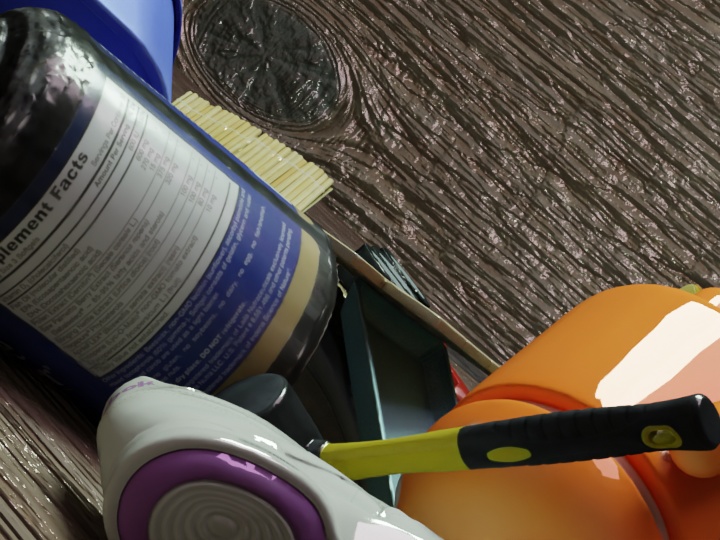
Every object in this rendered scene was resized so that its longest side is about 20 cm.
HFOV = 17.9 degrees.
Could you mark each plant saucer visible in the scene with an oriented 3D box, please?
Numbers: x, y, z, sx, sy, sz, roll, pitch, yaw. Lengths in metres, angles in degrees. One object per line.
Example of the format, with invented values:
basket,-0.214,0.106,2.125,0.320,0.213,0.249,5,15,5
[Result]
plant saucer,0.025,0.095,0.969,0.070,0.019,0.200,38,31,-40

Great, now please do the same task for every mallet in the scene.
mallet,0.026,0.053,0.775,0.066,0.200,0.041,58,41,-17

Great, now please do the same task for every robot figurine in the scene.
robot figurine,0.091,0.078,0.868,0.143,0.200,0.117,16,-55,33

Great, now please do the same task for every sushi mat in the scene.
sushi mat,-0.091,-0.035,1.142,0.095,0.012,0.200,31,30,10

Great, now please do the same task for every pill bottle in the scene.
pill bottle,-0.112,-0.025,0.844,0.200,0.112,0.112,39,4,-26

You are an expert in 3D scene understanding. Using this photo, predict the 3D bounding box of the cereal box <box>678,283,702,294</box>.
cereal box,0.140,0.121,1.071,0.200,0.144,0.040,58,4,-27

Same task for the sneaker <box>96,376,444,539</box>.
sneaker,-0.006,0.097,0.764,0.200,0.075,0.100,39,5,-26

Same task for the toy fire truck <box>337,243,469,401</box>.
toy fire truck,0.045,0.083,1.299,0.200,0.129,0.176,53,4,4

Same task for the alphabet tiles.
alphabet tiles,0.000,0.000,1.065,0.166,0.006,0.200,36,-1,29

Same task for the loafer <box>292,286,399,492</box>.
loafer,-0.021,0.070,1.041,0.075,0.070,0.200,34,24,-50

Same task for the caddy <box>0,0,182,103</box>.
caddy,-0.163,-0.110,0.937,0.200,0.141,0.105,43,25,-34
